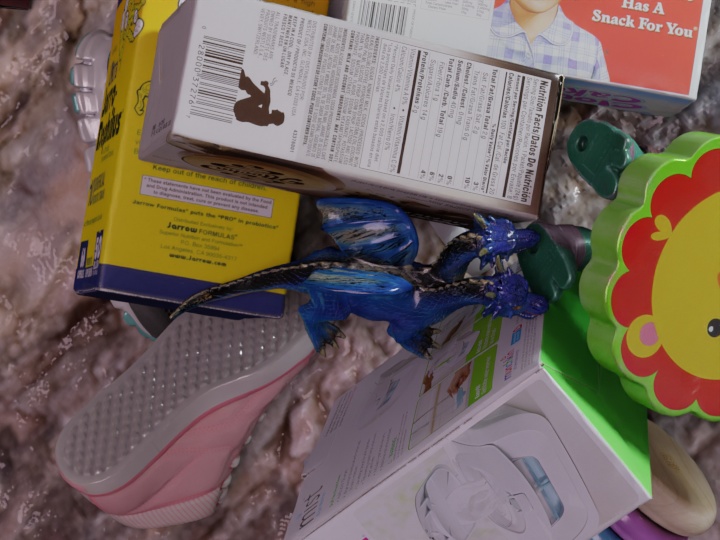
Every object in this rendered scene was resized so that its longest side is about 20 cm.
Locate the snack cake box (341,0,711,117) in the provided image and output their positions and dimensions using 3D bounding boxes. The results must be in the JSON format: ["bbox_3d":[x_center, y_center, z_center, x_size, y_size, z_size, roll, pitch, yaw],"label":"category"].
[{"bbox_3d":[0.093,-0.161,0.965,0.198,0.067,0.116,10,86,-2],"label":"snack cake box"}]

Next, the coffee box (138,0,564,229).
[{"bbox_3d":[-0.007,-0.081,0.919,0.198,0.113,0.081,12,85,-16],"label":"coffee box"}]

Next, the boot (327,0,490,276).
[{"bbox_3d":[0.057,-0.104,1.022,0.095,0.074,0.201,-27,91,12],"label":"boot"}]

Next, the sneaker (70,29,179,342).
[{"bbox_3d":[-0.122,-0.056,1.090,0.090,0.078,0.202,-8,94,15],"label":"sneaker"}]

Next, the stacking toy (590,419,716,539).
[{"bbox_3d":[0.114,0.178,1.023,0.085,0.085,0.200,46,112,11],"label":"stacking toy"}]

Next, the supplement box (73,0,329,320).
[{"bbox_3d":[-0.094,-0.078,1.009,0.108,0.109,0.202,10,85,-16],"label":"supplement box"}]

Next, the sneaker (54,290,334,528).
[{"bbox_3d":[-0.093,0.086,1.096,0.200,0.105,0.075,-38,54,-10],"label":"sneaker"}]

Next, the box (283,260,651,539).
[{"bbox_3d":[0.061,0.094,0.958,0.176,0.200,0.097,-39,101,18],"label":"box"}]

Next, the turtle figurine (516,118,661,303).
[{"bbox_3d":[0.184,-0.022,0.943,0.100,0.198,0.151,26,105,54],"label":"turtle figurine"}]

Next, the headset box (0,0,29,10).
[{"bbox_3d":[-0.287,-0.258,1.128,0.147,0.075,0.202,9,97,19],"label":"headset box"}]

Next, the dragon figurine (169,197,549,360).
[{"bbox_3d":[0.000,0.000,0.915,0.198,0.100,0.059,9,62,3],"label":"dragon figurine"}]

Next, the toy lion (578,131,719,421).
[{"bbox_3d":[0.211,-0.003,0.882,0.192,0.069,0.200,42,83,-22],"label":"toy lion"}]
